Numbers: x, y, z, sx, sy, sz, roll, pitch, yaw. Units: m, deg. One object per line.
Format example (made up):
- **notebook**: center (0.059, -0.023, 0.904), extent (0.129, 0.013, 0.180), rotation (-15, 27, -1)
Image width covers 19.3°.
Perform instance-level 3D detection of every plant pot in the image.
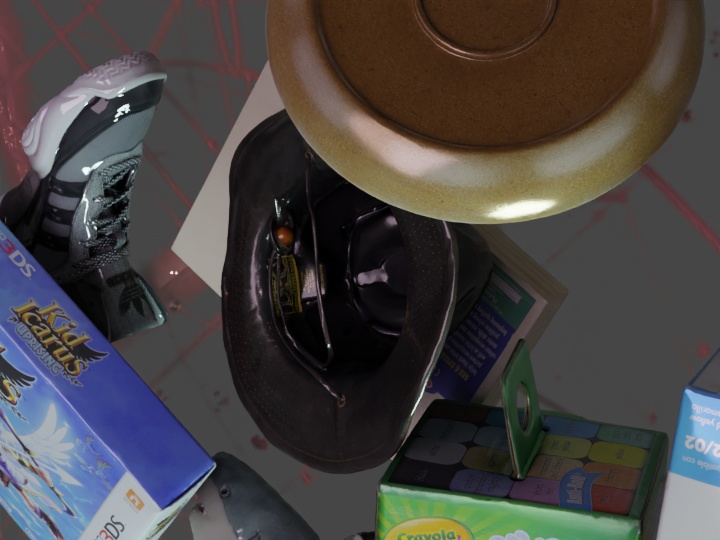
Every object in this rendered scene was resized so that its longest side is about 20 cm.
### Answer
- **plant pot**: center (0.055, -0.118, 0.939), extent (0.200, 0.200, 0.028), rotation (43, 164, 18)

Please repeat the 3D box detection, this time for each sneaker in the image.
- **sneaker**: center (-0.140, -0.024, 1.157), extent (0.114, 0.075, 0.200), rotation (52, 130, 12)

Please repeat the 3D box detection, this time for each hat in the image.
- **hat**: center (0.010, 0.004, 1.016), extent (0.200, 0.080, 0.203), rotation (5, 96, 56)

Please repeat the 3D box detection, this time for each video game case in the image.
- **video game case**: center (-0.181, 0.075, 1.164), extent (0.200, 0.045, 0.181), rotation (48, 149, 6)

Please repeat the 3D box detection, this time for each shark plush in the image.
- **shark plush**: center (-0.015, 0.170, 1.124), extent (0.199, 0.091, 0.084), rotation (21, 83, 34)

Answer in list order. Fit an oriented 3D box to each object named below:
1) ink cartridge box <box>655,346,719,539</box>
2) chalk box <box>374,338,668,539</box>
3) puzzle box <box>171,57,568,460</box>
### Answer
- **ink cartridge box**: center (0.172, 0.136, 0.947), extent (0.067, 0.115, 0.202), rotation (14, 110, 21)
- **chalk box**: center (0.077, 0.137, 0.996), extent (0.123, 0.124, 0.202), rotation (8, 108, 13)
- **puzzle box**: center (0.000, 0.000, 1.092), extent (0.200, 0.025, 0.134), rotation (43, 121, 19)
